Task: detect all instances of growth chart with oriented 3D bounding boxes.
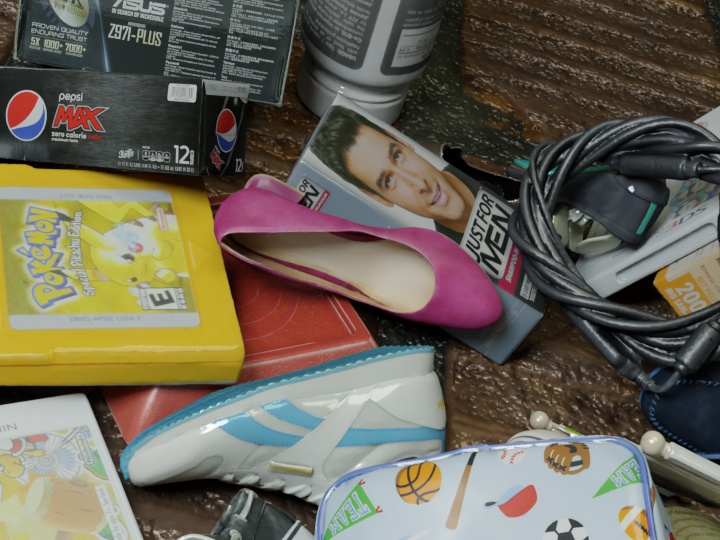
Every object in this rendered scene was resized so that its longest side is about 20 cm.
[{"bbox_3d":[0.194,0.126,0.838,0.143,0.200,0.018,26,82,-9],"label":"growth chart"}]

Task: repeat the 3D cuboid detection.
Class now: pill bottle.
[{"bbox_3d":[0.014,-0.221,1.121,0.111,0.202,0.114,12,39,-10],"label":"pill bottle"}]

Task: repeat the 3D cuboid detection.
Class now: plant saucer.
[{"bbox_3d":[-0.096,0.016,0.931,0.197,0.037,0.201,-9,48,-31],"label":"plant saucer"}]

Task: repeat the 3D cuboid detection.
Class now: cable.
[{"bbox_3d":[0.193,-0.029,0.943,0.201,0.163,0.051,50,10,25],"label":"cable"}]

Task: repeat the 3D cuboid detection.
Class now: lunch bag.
[{"bbox_3d":[0.067,0.175,0.719,0.197,0.076,0.162,-12,55,13],"label":"lunch bag"}]

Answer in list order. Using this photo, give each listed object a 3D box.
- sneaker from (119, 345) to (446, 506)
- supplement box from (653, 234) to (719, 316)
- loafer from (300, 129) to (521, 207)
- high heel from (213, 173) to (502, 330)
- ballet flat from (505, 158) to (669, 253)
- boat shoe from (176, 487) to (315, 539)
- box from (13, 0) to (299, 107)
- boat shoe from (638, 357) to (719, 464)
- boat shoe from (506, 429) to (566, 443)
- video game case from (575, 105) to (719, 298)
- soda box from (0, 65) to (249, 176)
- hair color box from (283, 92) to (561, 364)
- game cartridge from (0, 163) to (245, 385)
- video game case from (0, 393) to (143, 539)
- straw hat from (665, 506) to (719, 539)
[{"bbox_3d":[-0.042,0.102,0.818,0.197,0.082,0.076,-13,2,-11],"label":"sneaker"},{"bbox_3d":[0.325,-0.001,0.970,0.126,0.199,0.074,50,39,-9],"label":"supplement box"},{"bbox_3d":[0.050,-0.076,1.071,0.198,0.072,0.073,22,39,3],"label":"loafer"},{"bbox_3d":[0.000,0.000,0.900,0.198,0.068,0.096,30,25,-4],"label":"high heel"},{"bbox_3d":[0.164,-0.049,1.071,0.072,0.074,0.200,-1,6,-23],"label":"ballet flat"},{"bbox_3d":[-0.079,0.164,0.697,0.068,0.074,0.199,43,26,3],"label":"boat shoe"},{"bbox_3d":[-0.158,-0.193,1.058,0.197,0.087,0.164,9,13,-12],"label":"box"},{"bbox_3d":[0.289,0.112,0.941,0.197,0.085,0.069,13,27,-4],"label":"boat shoe"},{"bbox_3d":[0.122,0.178,0.800,0.092,0.075,0.201,-6,46,-39],"label":"boat shoe"},{"bbox_3d":[0.252,-0.066,1.069,0.024,0.181,0.201,48,38,-12],"label":"video game case"},{"bbox_3d":[-0.177,-0.103,0.940,0.197,0.064,0.071,7,7,22],"label":"soda box"},{"bbox_3d":[0.042,-0.031,0.991,0.198,0.061,0.099,31,38,-6],"label":"hair color box"},{"bbox_3d":[-0.182,-0.002,0.863,0.197,0.033,0.177,2,42,-21],"label":"game cartridge"},{"bbox_3d":[-0.204,0.155,0.734,0.180,0.023,0.201,-7,46,-29],"label":"video game case"},{"bbox_3d":[0.245,0.197,0.762,0.200,0.085,0.203,32,38,-28],"label":"straw hat"}]
